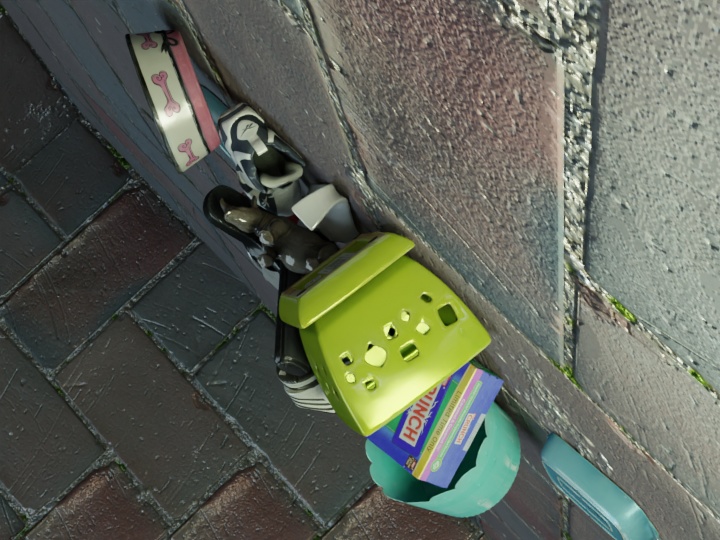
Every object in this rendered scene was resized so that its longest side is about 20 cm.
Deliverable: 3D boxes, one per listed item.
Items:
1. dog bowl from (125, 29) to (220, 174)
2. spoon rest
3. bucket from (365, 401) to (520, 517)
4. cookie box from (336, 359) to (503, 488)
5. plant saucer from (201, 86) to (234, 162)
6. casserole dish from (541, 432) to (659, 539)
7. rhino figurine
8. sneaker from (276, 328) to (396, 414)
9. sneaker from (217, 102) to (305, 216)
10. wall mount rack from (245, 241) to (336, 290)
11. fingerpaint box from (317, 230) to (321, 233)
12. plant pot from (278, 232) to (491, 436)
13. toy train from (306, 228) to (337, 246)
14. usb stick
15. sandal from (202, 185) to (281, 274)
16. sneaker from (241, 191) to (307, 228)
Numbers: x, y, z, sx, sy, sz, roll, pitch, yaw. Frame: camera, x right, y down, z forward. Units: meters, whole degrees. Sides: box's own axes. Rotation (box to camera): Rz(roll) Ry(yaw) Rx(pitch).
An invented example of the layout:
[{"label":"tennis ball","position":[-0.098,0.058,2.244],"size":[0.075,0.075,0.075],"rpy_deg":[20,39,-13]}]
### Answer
[{"label":"dog bowl","position":[-0.253,-0.239,1.704],"size":[0.200,0.073,0.202],"rpy_deg":[159,90,-87]},{"label":"spoon rest","position":[-0.042,-0.080,1.658],"size":[0.099,0.061,0.200],"rpy_deg":[47,-175,5]},{"label":"bucket","position":[0.123,0.250,1.782],"size":[0.207,0.208,0.134],"rpy_deg":[39,-177,42]},{"label":"cookie box","position":[0.074,0.170,1.707],"size":[0.075,0.173,0.199],"rpy_deg":[22,-172,-47]},{"label":"plant saucer","position":[-0.199,-0.204,1.937],"size":[0.200,0.027,0.200],"rpy_deg":[46,172,8]},{"label":"casserole dish","position":[0.305,0.293,1.628],"size":[0.200,0.039,0.121],"rpy_deg":[40,169,37]},{"label":"rhino figurine","position":[-0.108,-0.041,1.664],"size":[0.199,0.060,0.087],"rpy_deg":[32,-152,9]},{"label":"sneaker","position":[-0.015,0.123,1.703],"size":[0.076,0.199,0.116],"rpy_deg":[58,171,37]},{"label":"sneaker","position":[-0.116,-0.124,1.695],"size":[0.130,0.079,0.200],"rpy_deg":[51,166,46]},{"label":"wall mount rack","position":[-0.088,-0.022,1.837],"size":[0.200,0.074,0.175],"rpy_deg":[41,146,31]},{"label":"fingerpaint box","position":[-0.062,0.068,2.001],"size":[0.167,0.072,0.202],"rpy_deg":[59,-158,-51]},{"label":"plant pot","position":[0.015,0.063,1.539],"size":[0.182,0.198,0.200],"rpy_deg":[55,171,-8]},{"label":"toy train","position":[0.000,0.000,1.722],"size":[0.199,0.034,0.046],"rpy_deg":[33,169,9]},{"label":"usb stick","position":[-0.087,0.051,1.669],"size":[0.055,0.033,0.202],"rpy_deg":[26,-135,-29]},{"label":"sandal","position":[-0.138,-0.047,1.749],"size":[0.200,0.076,0.048],"rpy_deg":[38,147,-16]},{"label":"sneaker","position":[-0.161,-0.098,1.965],"size":[0.112,0.072,0.200],"rpy_deg":[25,173,-24]}]
